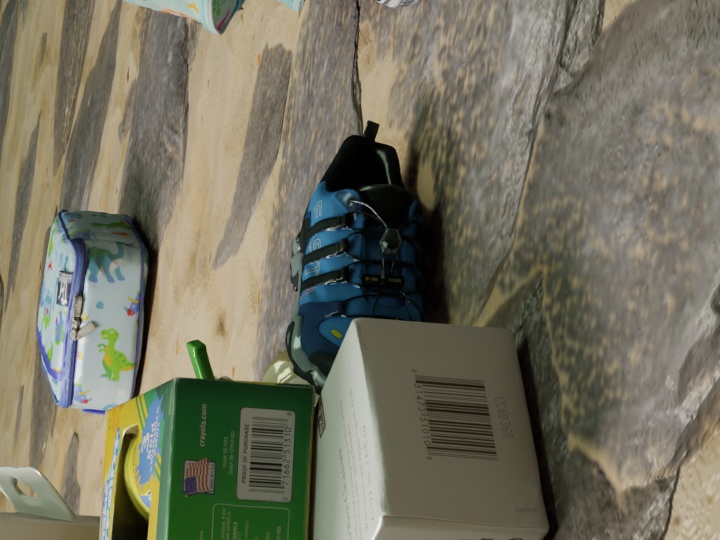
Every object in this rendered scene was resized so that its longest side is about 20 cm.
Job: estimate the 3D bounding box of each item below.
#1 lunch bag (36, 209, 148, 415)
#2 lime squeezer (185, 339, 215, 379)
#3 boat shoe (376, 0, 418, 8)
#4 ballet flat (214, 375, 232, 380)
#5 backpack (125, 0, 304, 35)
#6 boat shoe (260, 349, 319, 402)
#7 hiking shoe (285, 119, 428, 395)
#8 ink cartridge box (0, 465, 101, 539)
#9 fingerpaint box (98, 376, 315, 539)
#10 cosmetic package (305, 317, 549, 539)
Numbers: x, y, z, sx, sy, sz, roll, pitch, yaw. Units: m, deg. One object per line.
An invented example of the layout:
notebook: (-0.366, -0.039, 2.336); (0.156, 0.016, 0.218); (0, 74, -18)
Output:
lunch bag: (-0.243, 0.037, 1.997); (0.200, 0.082, 0.161); (-131, 46, -71)
lime squeezer: (-0.077, 0.146, 1.290); (0.070, 0.038, 0.201); (15, 117, 41)
boat shoe: (0.004, -0.244, 1.240); (0.070, 0.066, 0.201); (144, 130, -69)
ballet flat: (-0.079, 0.101, 1.384); (0.067, 0.067, 0.200); (61, 169, -18)
backpack: (-0.078, -0.238, 1.327); (0.200, 0.150, 0.178); (-56, -15, -56)
boat shoe: (-0.032, 0.130, 1.202); (0.069, 0.073, 0.200); (-113, 23, -43)
hiking shoe: (0.000, 0.000, 1.139); (0.200, 0.074, 0.087); (-111, 30, -59)
ink cartridge box: (-0.179, 0.210, 1.233); (0.128, 0.125, 0.201); (-6, 78, 64)
fingerpaint box: (-0.082, 0.160, 1.074); (0.167, 0.073, 0.201); (154, 120, -71)
cosmetic package: (0.013, 0.125, 1.030); (0.200, 0.081, 0.113); (114, 155, -46)
